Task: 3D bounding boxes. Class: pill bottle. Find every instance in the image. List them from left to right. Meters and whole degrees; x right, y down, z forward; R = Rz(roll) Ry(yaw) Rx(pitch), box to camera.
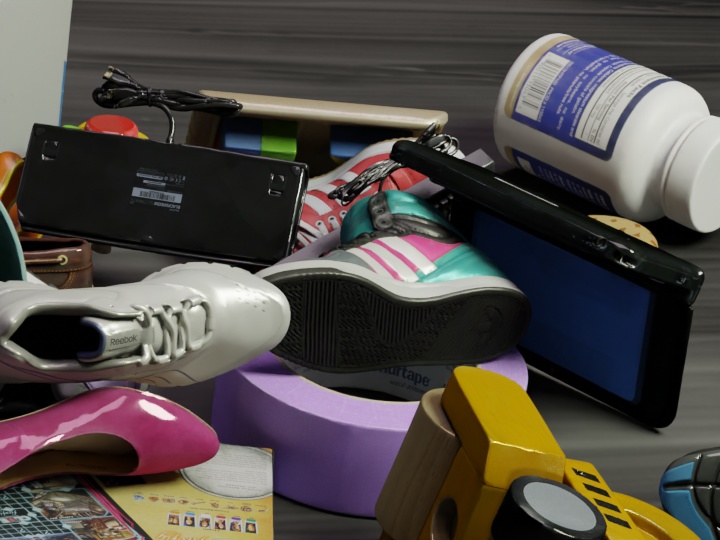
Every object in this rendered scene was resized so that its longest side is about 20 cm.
[{"bbox_3d":[0.219,-0.109,1.877,0.199,0.121,0.119,28,31,35],"label":"pill bottle"}]

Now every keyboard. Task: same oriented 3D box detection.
[{"bbox_3d":[-0.135,-0.073,1.582,0.198,0.128,0.021,9,-16,7],"label":"keyboard"},{"bbox_3d":[0.016,-0.030,1.576,0.199,0.128,0.021,-31,49,-28],"label":"keyboard"}]

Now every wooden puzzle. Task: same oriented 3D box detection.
[{"bbox_3d":[-0.042,-0.075,1.714,0.184,0.047,0.200,4,-20,-9],"label":"wooden puzzle"}]

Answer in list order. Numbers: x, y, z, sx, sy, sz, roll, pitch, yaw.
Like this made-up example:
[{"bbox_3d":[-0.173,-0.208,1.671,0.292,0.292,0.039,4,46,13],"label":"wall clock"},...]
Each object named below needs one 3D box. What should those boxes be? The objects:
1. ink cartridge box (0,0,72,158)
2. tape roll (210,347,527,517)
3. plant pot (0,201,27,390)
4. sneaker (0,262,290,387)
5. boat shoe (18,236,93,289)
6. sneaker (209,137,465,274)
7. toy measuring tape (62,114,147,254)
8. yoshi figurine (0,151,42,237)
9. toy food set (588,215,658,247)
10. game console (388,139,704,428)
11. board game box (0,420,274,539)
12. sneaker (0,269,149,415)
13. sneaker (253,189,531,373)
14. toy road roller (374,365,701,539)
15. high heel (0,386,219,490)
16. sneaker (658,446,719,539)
[{"bbox_3d":[-0.351,-0.184,1.817,0.199,0.148,0.144,26,30,34],"label":"ink cartridge box"},{"bbox_3d":[0.005,0.080,1.468,0.198,0.066,0.200,7,24,-3],"label":"tape roll"},{"bbox_3d":[-0.318,0.009,1.366,0.199,0.202,0.161,-4,7,-25],"label":"plant pot"},{"bbox_3d":[-0.131,0.039,1.315,0.198,0.075,0.087,-7,6,-21],"label":"sneaker"},{"bbox_3d":[-0.279,-0.008,1.559,0.198,0.071,0.071,8,26,2],"label":"boat shoe"},{"bbox_3d":[-0.016,-0.026,1.622,0.199,0.072,0.113,-17,31,12],"label":"sneaker"},{"bbox_3d":[-0.182,-0.066,1.716,0.073,0.074,0.200,1,26,-16],"label":"toy measuring tape"},{"bbox_3d":[-0.324,-0.077,1.662,0.199,0.113,0.112,15,9,19],"label":"yoshi figurine"},{"bbox_3d":[0.114,-0.010,1.715,0.199,0.049,0.198,21,28,24],"label":"toy food set"},{"bbox_3d":[0.115,0.011,1.515,0.199,0.117,0.176,26,6,30],"label":"game console"},{"bbox_3d":[-0.150,0.140,1.323,0.198,0.035,0.136,7,25,-5],"label":"board game box"},{"bbox_3d":[-0.238,0.043,1.461,0.199,0.076,0.087,20,33,23],"label":"sneaker"},{"bbox_3d":[0.000,0.000,1.457,0.199,0.084,0.121,4,29,-29],"label":"sneaker"},{"bbox_3d":[0.105,0.157,1.280,0.145,0.124,0.200,13,23,-25],"label":"toy road roller"},{"bbox_3d":[-0.174,0.114,1.280,0.199,0.067,0.097,12,51,-23],"label":"high heel"},{"bbox_3d":[0.275,0.146,1.430,0.198,0.074,0.082,8,8,-14],"label":"sneaker"}]
